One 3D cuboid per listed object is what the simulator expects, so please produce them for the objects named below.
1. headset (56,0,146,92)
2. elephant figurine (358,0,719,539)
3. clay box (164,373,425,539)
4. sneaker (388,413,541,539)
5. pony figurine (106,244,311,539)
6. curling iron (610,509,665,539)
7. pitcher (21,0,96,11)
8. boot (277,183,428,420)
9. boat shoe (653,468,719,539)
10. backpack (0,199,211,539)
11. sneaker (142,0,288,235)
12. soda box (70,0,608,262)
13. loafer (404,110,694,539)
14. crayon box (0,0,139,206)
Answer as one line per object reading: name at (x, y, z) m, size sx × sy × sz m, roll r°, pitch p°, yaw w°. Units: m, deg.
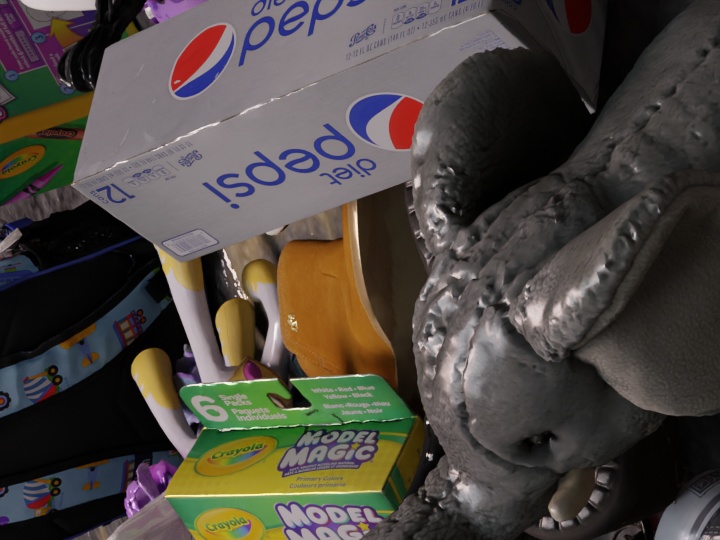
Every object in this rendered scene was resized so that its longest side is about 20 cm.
headset at (-0.037, -0.121, 0.790) m, size 0.200 × 0.094 × 0.124 m, roll -11°, pitch 133°, yaw 44°
elephant figurine at (0.073, 0.001, 0.592) m, size 0.156 × 0.200 × 0.141 m, roll 67°, pitch 156°, yaw 4°
clay box at (0.001, 0.129, 0.892) m, size 0.115 × 0.048 × 0.200 m, roll -6°, pitch 130°, yaw 35°
sneaker at (0.034, 0.130, 0.734) m, size 0.066 × 0.090 × 0.201 m, roll -4°, pitch 65°, yaw 33°
pony figurine at (-0.066, 0.098, 1.045) m, size 0.200 × 0.166 × 0.193 m, roll -112°, pitch 27°, yaw -42°
curling iron at (0.084, 0.034, 0.805) m, size 0.200 × 0.026 × 0.050 m, roll 67°, pitch 152°, yaw 6°
pitcher at (-0.129, -0.214, 0.908) m, size 0.172 × 0.121 × 0.201 m, roll -75°, pitch -20°, yaw -70°
boot at (0.001, 0.000, 0.898) m, size 0.144 × 0.071 × 0.202 m, roll 26°, pitch 136°, yaw 56°
boat shoe at (0.143, 0.168, 0.748) m, size 0.066 × 0.070 × 0.201 m, roll 36°, pitch 132°, yaw 53°
backpack at (-0.186, 0.064, 1.174) m, size 0.134 × 0.200 × 0.183 m, roll 33°, pitch 138°, yaw 52°
sneaker at (-0.061, -0.113, 0.903) m, size 0.081 × 0.083 × 0.201 m, roll -102°, pitch 5°, yaw -71°
soda box at (-0.010, -0.069, 0.745) m, size 0.200 × 0.063 × 0.068 m, roll -19°, pitch 48°, yaw 37°
loafer at (0.069, 0.004, 0.742) m, size 0.073 × 0.071 × 0.201 m, roll -23°, pitch 64°, yaw 33°
crayon box at (-0.201, -0.138, 1.146) m, size 0.200 × 0.119 × 0.058 m, roll 58°, pitch 153°, yaw 24°
